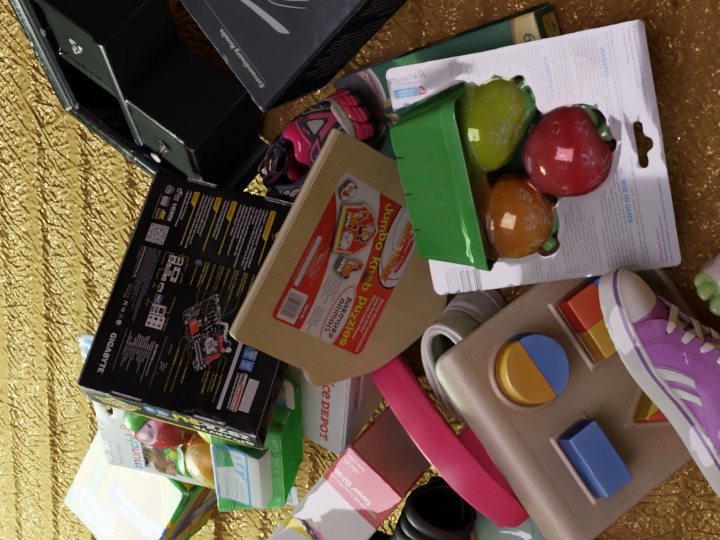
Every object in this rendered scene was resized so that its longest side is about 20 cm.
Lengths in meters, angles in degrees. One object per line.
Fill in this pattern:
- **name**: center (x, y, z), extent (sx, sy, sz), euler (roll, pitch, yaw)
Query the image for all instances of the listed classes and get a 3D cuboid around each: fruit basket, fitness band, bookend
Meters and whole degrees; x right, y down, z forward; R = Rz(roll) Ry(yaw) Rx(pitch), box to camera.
- **fruit basket**: center (0.130, -0.081, 0.860), extent (0.197, 0.094, 0.188), euler (-10, 109, 17)
- **fitness band**: center (0.077, 0.145, 0.974), extent (0.037, 0.200, 0.144), euler (-42, 126, 2)
- **bookend**: center (-0.185, -0.169, 0.991), extent (0.199, 0.092, 0.199), euler (36, 163, 14)
- **fruit basket**: center (-0.152, 0.144, 1.024), extent (0.196, 0.095, 0.187), euler (8, 134, 5)

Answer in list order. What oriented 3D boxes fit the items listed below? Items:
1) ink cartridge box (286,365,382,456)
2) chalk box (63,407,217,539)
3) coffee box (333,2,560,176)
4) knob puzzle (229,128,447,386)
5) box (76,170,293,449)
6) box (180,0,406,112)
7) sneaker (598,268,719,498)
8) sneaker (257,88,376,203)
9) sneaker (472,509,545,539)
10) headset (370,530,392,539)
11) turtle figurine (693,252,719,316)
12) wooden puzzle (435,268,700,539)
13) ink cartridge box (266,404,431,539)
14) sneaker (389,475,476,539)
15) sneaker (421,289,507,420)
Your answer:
- **ink cartridge box**: center (-0.074, 0.060, 1.061), extent (0.198, 0.084, 0.148), euler (25, 136, 20)
- **chalk box**: center (-0.223, 0.228, 1.213), extent (0.124, 0.123, 0.201), euler (39, 124, 12)
- **coffee box**: center (0.081, -0.130, 0.934), extent (0.197, 0.044, 0.125), euler (-11, 103, 34)
- **knob puzzle**: center (0.000, 0.000, 0.931), extent (0.030, 0.217, 0.224), euler (28, 124, 46)
- **box**: center (-0.127, 0.029, 0.950), extent (0.157, 0.203, 0.049), euler (14, 161, 7)
- **box**: center (-0.042, -0.254, 0.924), extent (0.199, 0.104, 0.149), euler (-39, 87, 36)
- **sneaker**: center (0.265, 0.064, 0.827), extent (0.114, 0.073, 0.201), euler (-34, 100, 31)
- **sneaker**: center (-0.057, -0.084, 0.994), extent (0.081, 0.074, 0.201), euler (54, 149, 15)
- **sneaker**: center (0.168, 0.283, 0.998), extent (0.199, 0.118, 0.075), euler (30, 124, 19)
- **headset**: center (0.032, 0.281, 1.096), extent (0.123, 0.093, 0.203), euler (-27, 82, 36)
- **turtle figurine**: center (0.320, -0.001, 0.762), extent (0.194, 0.141, 0.203), euler (126, 142, -51)
- **wooden puzzle**: center (0.186, 0.092, 0.891), extent (0.199, 0.046, 0.187), euler (-35, 90, -7)
- **ink cartridge box**: center (-0.027, 0.224, 1.007), extent (0.067, 0.116, 0.201), euler (41, 111, 8)
- **sneaker**: center (0.073, 0.223, 0.995), extent (0.070, 0.200, 0.100), euler (31, 108, 13)
- **sneaker**: center (0.118, 0.120, 0.967), extent (0.073, 0.115, 0.202), euler (-31, 92, 34)
